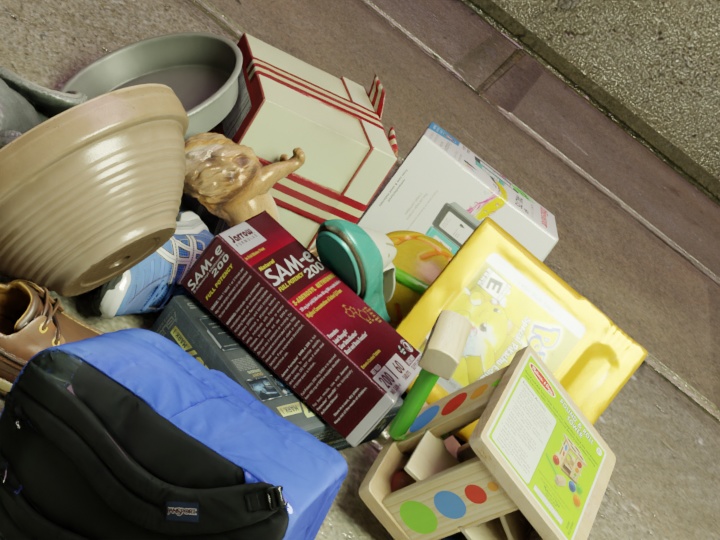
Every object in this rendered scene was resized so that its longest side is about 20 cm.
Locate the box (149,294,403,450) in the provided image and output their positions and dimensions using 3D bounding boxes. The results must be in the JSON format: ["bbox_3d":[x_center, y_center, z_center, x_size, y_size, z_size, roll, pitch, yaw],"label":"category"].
[{"bbox_3d":[-0.069,0.089,0.999,0.158,0.051,0.199,47,25,21],"label":"box"}]

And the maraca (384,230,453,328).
[{"bbox_3d":[0.046,0.010,1.244,0.136,0.108,0.200,31,-2,-21],"label":"maraca"}]

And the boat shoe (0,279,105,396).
[{"bbox_3d":[-0.241,0.047,0.812,0.199,0.068,0.072,21,29,-34],"label":"boat shoe"}]

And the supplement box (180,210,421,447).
[{"bbox_3d":[-0.045,0.045,0.969,0.200,0.061,0.109,42,23,4],"label":"supplement box"}]

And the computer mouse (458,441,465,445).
[{"bbox_3d":[0.133,0.224,1.045,0.140,0.046,0.201,8,38,-49],"label":"computer mouse"}]

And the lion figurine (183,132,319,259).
[{"bbox_3d":[-0.101,-0.044,1.097,0.122,0.072,0.202,-26,102,-24],"label":"lion figurine"}]

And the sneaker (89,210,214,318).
[{"bbox_3d":[-0.164,0.001,0.990,0.077,0.076,0.200,37,24,5],"label":"sneaker"}]

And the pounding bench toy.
[{"bbox_3d":[0.075,0.140,0.922,0.201,0.155,0.124,52,39,-10],"label":"pounding bench toy"}]

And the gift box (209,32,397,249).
[{"bbox_3d":[-0.071,-0.135,1.234,0.185,0.185,0.201,22,32,-26],"label":"gift box"}]

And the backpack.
[{"bbox_3d":[-0.125,0.136,0.714,0.199,0.164,0.168,29,13,13],"label":"backpack"}]

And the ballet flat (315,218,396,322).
[{"bbox_3d":[0.000,0.000,1.057,0.070,0.201,0.067,-39,65,-20],"label":"ballet flat"}]

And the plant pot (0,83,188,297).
[{"bbox_3d":[-0.201,-0.045,0.849,0.093,0.200,0.201,57,26,3],"label":"plant pot"}]

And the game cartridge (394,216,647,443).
[{"bbox_3d":[0.139,0.080,1.062,0.200,0.177,0.032,39,-6,3],"label":"game cartridge"}]

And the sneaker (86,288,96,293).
[{"bbox_3d":[-0.227,-0.053,0.999,0.075,0.077,0.201,34,27,-13],"label":"sneaker"}]

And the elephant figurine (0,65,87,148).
[{"bbox_3d":[-0.297,-0.119,0.956,0.156,0.141,0.200,63,20,12],"label":"elephant figurine"}]

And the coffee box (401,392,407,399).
[{"bbox_3d":[0.131,0.090,1.200,0.080,0.113,0.199,45,26,15],"label":"coffee box"}]

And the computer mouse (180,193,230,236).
[{"bbox_3d":[-0.112,-0.017,1.151,0.199,0.034,0.059,35,54,-23],"label":"computer mouse"}]

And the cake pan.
[{"bbox_3d":[-0.211,-0.176,1.151,0.201,0.198,0.037,-107,-178,-52],"label":"cake pan"}]

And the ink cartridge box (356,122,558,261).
[{"bbox_3d":[0.118,-0.055,1.381,0.199,0.146,0.147,37,15,-2],"label":"ink cartridge box"}]
